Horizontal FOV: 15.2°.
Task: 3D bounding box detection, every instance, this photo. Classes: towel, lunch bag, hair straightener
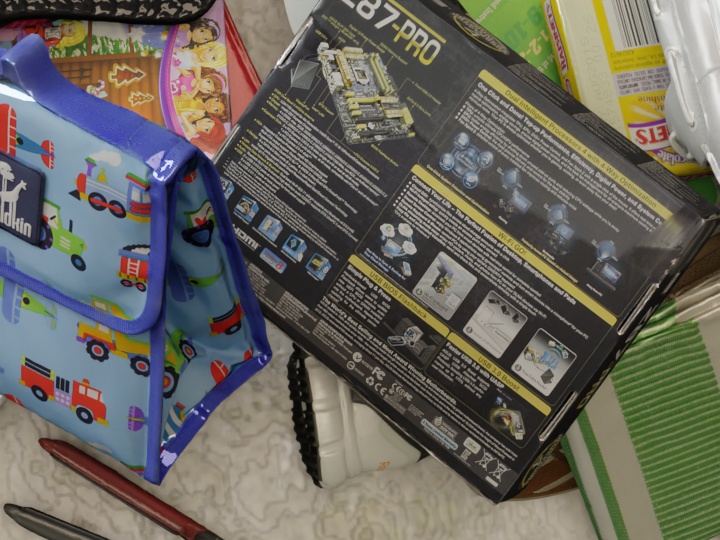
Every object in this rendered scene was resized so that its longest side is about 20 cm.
[{"bbox_3d":[0.189,0.053,1.274,0.200,0.023,0.153,-27,130,-6],"label":"towel"},{"bbox_3d":[-0.127,-0.027,1.152,0.150,0.200,0.094,27,56,22],"label":"lunch bag"},{"bbox_3d":[-0.083,0.159,1.286,0.200,0.041,0.077,31,84,-5],"label":"hair straightener"}]

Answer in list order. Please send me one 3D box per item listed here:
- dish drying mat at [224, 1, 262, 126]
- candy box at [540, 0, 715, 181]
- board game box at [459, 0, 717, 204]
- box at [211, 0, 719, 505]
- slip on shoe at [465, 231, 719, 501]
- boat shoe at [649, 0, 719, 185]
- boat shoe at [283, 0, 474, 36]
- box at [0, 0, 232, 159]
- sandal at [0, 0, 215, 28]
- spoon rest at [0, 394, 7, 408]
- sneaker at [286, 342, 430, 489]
[{"bbox_3d":[-0.144,-0.062,1.305,0.200,0.018,0.077,-25,87,-6],"label":"dish drying mat"},{"bbox_3d":[0.191,-0.100,1.298,0.200,0.026,0.102,-9,81,-18],"label":"candy box"},{"bbox_3d":[0.083,-0.093,1.310,0.095,0.030,0.200,-31,86,-5],"label":"board game box"},{"bbox_3d":[0.034,-0.020,1.199,0.200,0.049,0.161,38,107,12],"label":"box"},{"bbox_3d":[0.130,0.040,1.296,0.200,0.076,0.061,-32,50,2],"label":"slip on shoe"},{"bbox_3d":[0.170,-0.083,1.236,0.072,0.068,0.200,-1,70,-45],"label":"boat shoe"},{"bbox_3d":[0.028,-0.090,1.257,0.071,0.064,0.200,-29,86,28],"label":"boat shoe"},{"bbox_3d":[-0.134,-0.139,1.287,0.136,0.039,0.201,-4,79,-3],"label":"box"},{"bbox_3d":[-0.164,-0.143,1.251,0.200,0.045,0.075,5,84,-15],"label":"sandal"},{"bbox_3d":[-0.173,0.044,1.266,0.200,0.061,0.099,-16,51,-8],"label":"spoon rest"},{"bbox_3d":[0.000,0.000,1.288,0.080,0.074,0.201,-8,95,-9],"label":"sneaker"}]
